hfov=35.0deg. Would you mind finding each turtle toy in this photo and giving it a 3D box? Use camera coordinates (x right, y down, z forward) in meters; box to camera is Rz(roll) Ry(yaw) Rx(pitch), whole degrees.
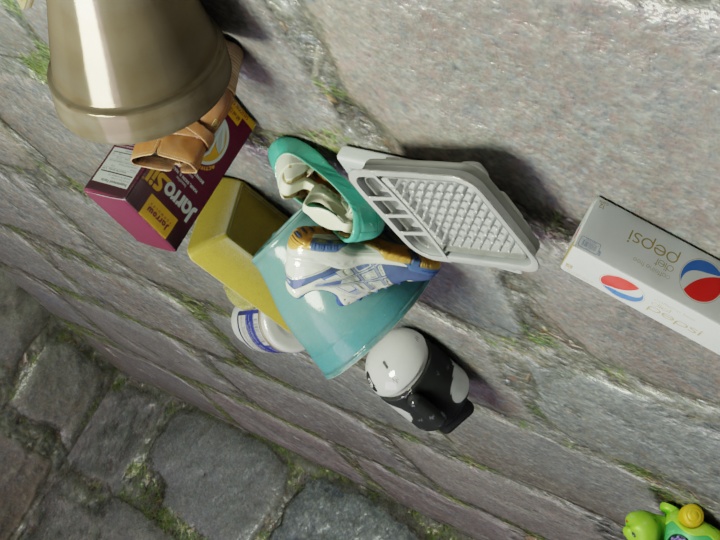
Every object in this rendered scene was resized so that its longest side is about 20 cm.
[{"bbox_3d":[0.534,0.451,1.893,0.198,0.102,0.146,28,162,8],"label":"turtle toy"}]

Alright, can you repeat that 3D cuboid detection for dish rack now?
[{"bbox_3d":[0.098,-0.069,1.253,0.198,0.044,0.172,10,152,48],"label":"dish rack"}]

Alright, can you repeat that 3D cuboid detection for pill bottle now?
[{"bbox_3d":[-0.154,0.085,2.011,0.119,0.121,0.199,37,162,-20],"label":"pill bottle"}]

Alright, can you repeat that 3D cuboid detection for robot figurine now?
[{"bbox_3d":[0.095,0.182,1.853,0.199,0.126,0.149,40,157,-28],"label":"robot figurine"}]

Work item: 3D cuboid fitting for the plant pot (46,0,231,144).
[{"bbox_3d":[-0.242,-0.262,1.173,0.197,0.201,0.175,22,143,26],"label":"plant pot"}]

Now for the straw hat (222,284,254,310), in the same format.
[{"bbox_3d":[-0.170,0.017,1.803,0.200,0.085,0.203,31,142,28],"label":"straw hat"}]

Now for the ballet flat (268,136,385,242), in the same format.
[{"bbox_3d":[-0.057,-0.100,1.390,0.199,0.070,0.068,37,127,25],"label":"ballet flat"}]

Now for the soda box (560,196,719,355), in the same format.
[{"bbox_3d":[0.306,0.008,1.153,0.198,0.064,0.068,30,162,7],"label":"soda box"}]

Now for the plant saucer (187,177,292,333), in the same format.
[{"bbox_3d":[-0.142,-0.036,1.640,0.199,0.201,0.048,38,121,-21],"label":"plant saucer"}]

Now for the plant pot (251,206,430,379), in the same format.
[{"bbox_3d":[-0.038,0.006,1.526,0.188,0.200,0.200,46,160,-6],"label":"plant pot"}]

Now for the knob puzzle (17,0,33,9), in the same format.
[{"bbox_3d":[-0.355,-0.383,1.089,0.218,0.030,0.223,30,132,40],"label":"knob puzzle"}]

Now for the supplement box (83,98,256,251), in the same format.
[{"bbox_3d":[-0.231,-0.141,1.404,0.085,0.202,0.111,13,156,40],"label":"supplement box"}]

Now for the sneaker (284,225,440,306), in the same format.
[{"bbox_3d":[0.000,0.000,1.413,0.196,0.090,0.076,6,-157,-14],"label":"sneaker"}]

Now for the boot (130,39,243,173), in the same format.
[{"bbox_3d":[-0.233,-0.191,1.309,0.197,0.157,0.073,7,162,37],"label":"boot"}]

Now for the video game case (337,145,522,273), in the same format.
[{"bbox_3d":[0.087,-0.073,1.363,0.198,0.024,0.182,16,156,38],"label":"video game case"}]
